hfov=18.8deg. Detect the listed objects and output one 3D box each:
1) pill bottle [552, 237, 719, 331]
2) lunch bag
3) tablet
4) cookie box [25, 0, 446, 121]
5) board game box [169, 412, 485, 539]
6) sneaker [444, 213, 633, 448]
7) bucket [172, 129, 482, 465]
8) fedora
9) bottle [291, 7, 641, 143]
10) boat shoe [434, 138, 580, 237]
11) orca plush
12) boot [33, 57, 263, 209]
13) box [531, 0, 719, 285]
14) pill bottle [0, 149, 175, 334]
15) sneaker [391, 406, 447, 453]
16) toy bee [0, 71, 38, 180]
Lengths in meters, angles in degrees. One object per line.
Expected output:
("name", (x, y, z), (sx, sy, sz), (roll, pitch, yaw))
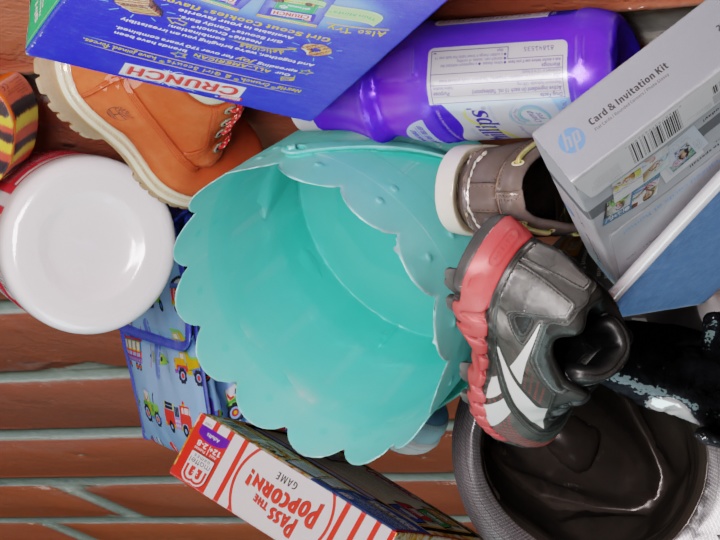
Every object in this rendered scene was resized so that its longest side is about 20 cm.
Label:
("pill bottle", (0.228, 0.014, 1.483), (0.199, 0.117, 0.116), (-13, 155, 43))
("lunch bag", (-0.119, 0.025, 1.527), (0.094, 0.201, 0.150), (-24, -165, -22))
("tablet", (0.225, -0.043, 1.252), (0.130, 0.014, 0.200), (-6, 144, -51))
("cookie box", (-0.065, -0.156, 1.102), (0.170, 0.076, 0.200), (12, 161, -20))
("board game box", (-0.012, 0.153, 1.393), (0.151, 0.046, 0.200), (30, -177, 23))
("sneaker", (0.108, 0.052, 1.247), (0.098, 0.071, 0.201), (25, 153, 24))
("bucket", (0.000, 0.000, 1.336), (0.206, 0.135, 0.208), (20, 130, 26))
("fedora", (0.155, 0.124, 1.461), (0.199, 0.178, 0.090), (24, -179, -2))
("bottle", (0.057, -0.107, 1.234), (0.199, 0.066, 0.084), (-2, 167, 21))
("boat shoe", (0.127, -0.053, 1.293), (0.059, 0.072, 0.200), (5, -172, 40))
("orca plush", (0.201, 0.043, 1.366), (0.199, 0.105, 0.071), (25, 121, -6))
("boot", (-0.097, -0.095, 1.313), (0.107, 0.075, 0.200), (-10, 156, 26))
("box", (0.184, -0.073, 1.209), (0.156, 0.041, 0.200), (-37, 155, 1))
("pill bottle", (-0.194, -0.023, 1.434), (0.112, 0.113, 0.200), (11, -178, -17))
("sneaker", (0.028, 0.028, 1.487), (0.130, 0.080, 0.200), (-27, 107, 31))
("toy bee", (-0.284, -0.060, 1.410), (0.199, 0.109, 0.131), (-2, -155, 45))
